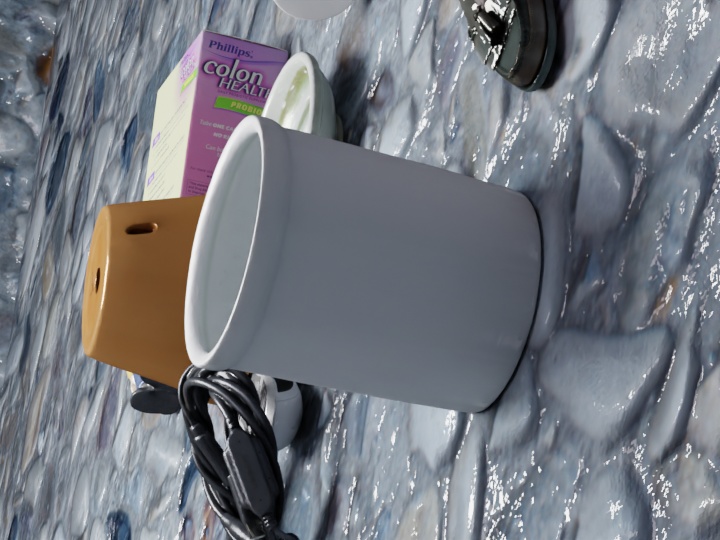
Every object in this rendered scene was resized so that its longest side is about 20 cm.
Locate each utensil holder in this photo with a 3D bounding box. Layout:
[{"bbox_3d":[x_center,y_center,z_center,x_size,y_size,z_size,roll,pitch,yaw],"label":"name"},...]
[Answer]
[{"bbox_3d":[0.000,0.000,1.383,0.170,0.199,0.171,-168,90,-72],"label":"utensil holder"}]

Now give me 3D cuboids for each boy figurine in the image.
[{"bbox_3d":[-0.234,0.079,2.300,0.200,0.064,0.125,-105,31,-57],"label":"boy figurine"}]

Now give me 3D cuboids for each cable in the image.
[{"bbox_3d":[-0.103,0.168,1.738,0.163,0.050,0.201,106,143,-61],"label":"cable"}]

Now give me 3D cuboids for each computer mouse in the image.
[{"bbox_3d":[-0.082,0.117,1.827,0.200,0.044,0.110,-128,51,-72],"label":"computer mouse"}]

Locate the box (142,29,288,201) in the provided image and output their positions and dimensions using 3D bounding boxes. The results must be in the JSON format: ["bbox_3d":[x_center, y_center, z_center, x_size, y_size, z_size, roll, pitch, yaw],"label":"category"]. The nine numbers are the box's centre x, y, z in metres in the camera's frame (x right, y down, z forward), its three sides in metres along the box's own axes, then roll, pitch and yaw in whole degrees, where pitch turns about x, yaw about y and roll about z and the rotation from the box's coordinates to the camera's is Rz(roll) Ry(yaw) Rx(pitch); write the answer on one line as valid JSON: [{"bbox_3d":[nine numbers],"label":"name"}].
[{"bbox_3d":[-0.156,-0.117,2.130,0.176,0.096,0.201,140,138,-63],"label":"box"}]

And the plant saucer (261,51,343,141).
[{"bbox_3d":[-0.056,-0.097,1.878,0.200,0.050,0.202,-168,90,-72],"label":"plant saucer"}]

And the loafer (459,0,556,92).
[{"bbox_3d":[0.089,-0.194,1.463,0.201,0.062,0.072,-102,29,-53],"label":"loafer"}]

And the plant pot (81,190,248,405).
[{"bbox_3d":[-0.174,0.018,1.870,0.200,0.139,0.202,-173,90,-75],"label":"plant pot"}]

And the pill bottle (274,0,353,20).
[{"bbox_3d":[-0.046,-0.328,1.903,0.201,0.111,0.112,-93,23,-43],"label":"pill bottle"}]
